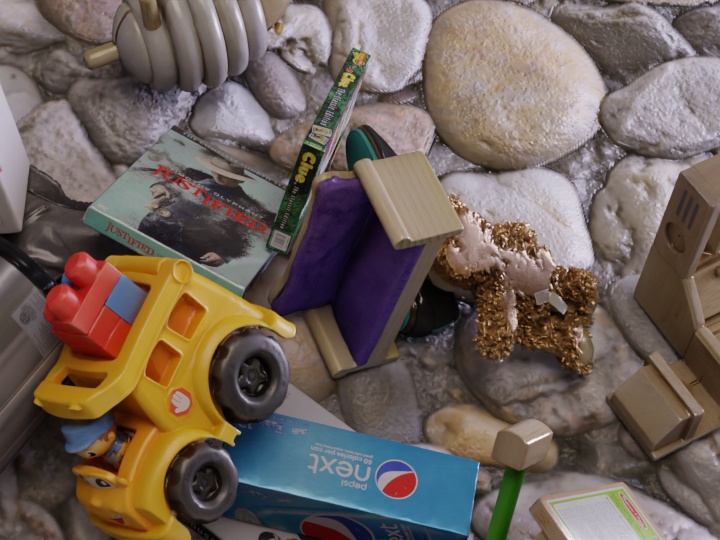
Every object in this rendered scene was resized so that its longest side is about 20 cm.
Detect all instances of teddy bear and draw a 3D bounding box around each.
[{"bbox_3d":[0.126,0.016,1.641,0.199,0.067,0.147,13,64,-36],"label":"teddy bear"}]

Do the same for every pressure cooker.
[{"bbox_3d":[-0.325,0.083,1.456,0.175,0.179,0.200,32,55,7],"label":"pressure cooker"}]

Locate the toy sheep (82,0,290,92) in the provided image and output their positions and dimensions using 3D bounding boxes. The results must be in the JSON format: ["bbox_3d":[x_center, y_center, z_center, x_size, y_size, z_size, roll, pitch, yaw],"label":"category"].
[{"bbox_3d":[-0.154,-0.224,1.727,0.198,0.138,0.139,-18,61,-10],"label":"toy sheep"}]

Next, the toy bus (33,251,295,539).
[{"bbox_3d":[-0.170,0.082,1.428,0.192,0.135,0.201,38,69,-36],"label":"toy bus"}]

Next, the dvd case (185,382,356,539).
[{"bbox_3d":[-0.057,0.174,1.544,0.199,0.025,0.150,35,57,13],"label":"dvd case"}]

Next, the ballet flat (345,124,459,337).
[{"bbox_3d":[0.040,-0.034,1.684,0.068,0.068,0.202,-4,67,-25],"label":"ballet flat"}]

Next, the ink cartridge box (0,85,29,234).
[{"bbox_3d":[-0.380,-0.097,1.552,0.198,0.146,0.085,-6,48,5],"label":"ink cartridge box"}]

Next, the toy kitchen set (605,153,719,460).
[{"bbox_3d":[0.299,0.045,1.608,0.162,0.181,0.201,-23,59,-23],"label":"toy kitchen set"}]

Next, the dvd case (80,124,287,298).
[{"bbox_3d":[-0.131,-0.050,1.622,0.145,0.022,0.200,28,27,3],"label":"dvd case"}]

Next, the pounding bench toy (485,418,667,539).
[{"bbox_3d":[0.133,0.233,1.457,0.124,0.156,0.201,-2,50,-52],"label":"pounding bench toy"}]

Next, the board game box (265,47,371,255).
[{"bbox_3d":[-0.034,-0.104,1.643,0.023,0.105,0.200,23,32,-1],"label":"board game box"}]

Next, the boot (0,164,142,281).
[{"bbox_3d":[-0.255,0.000,1.602,0.199,0.070,0.132,23,57,18],"label":"boot"}]

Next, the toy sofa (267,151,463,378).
[{"bbox_3d":[0.000,0.000,1.566,0.097,0.201,0.083,-13,60,-26],"label":"toy sofa"}]

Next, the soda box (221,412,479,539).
[{"bbox_3d":[-0.013,0.168,1.503,0.198,0.064,0.068,13,55,-2],"label":"soda box"}]
